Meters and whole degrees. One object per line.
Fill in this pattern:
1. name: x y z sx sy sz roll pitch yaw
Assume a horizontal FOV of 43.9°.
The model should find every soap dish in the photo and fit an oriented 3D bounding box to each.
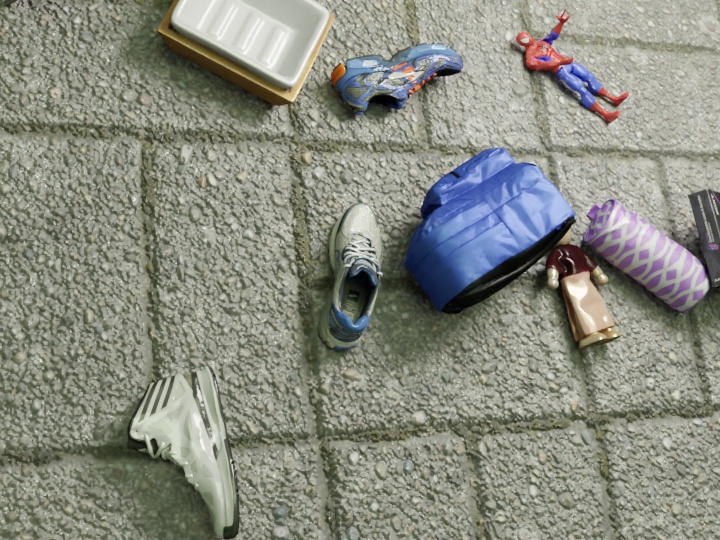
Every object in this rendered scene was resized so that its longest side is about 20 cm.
1. soap dish: -0.154 -0.326 1.214 0.199 0.081 0.158 26 66 -8

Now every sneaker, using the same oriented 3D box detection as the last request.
1. sneaker: 0.000 0.000 1.155 0.076 0.085 0.202 11 69 -15
2. sneaker: -0.206 0.218 1.031 0.114 0.076 0.202 -11 68 -13
3. sneaker: 0.057 -0.270 1.280 0.198 0.075 0.079 -16 87 -14

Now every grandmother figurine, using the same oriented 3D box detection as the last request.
1. grandmother figurine: 0.302 0.009 1.273 0.121 0.060 0.202 0 67 -47

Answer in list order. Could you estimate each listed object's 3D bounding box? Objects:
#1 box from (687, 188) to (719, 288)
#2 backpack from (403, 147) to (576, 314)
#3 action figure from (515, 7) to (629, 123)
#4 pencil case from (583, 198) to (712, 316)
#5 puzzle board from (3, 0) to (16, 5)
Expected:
1. box: 0.567 -0.040 1.343 0.199 0.036 0.144 4 70 -44
2. backpack: 0.150 -0.047 1.186 0.199 0.163 0.168 -37 77 -12
3. action figure: 0.332 -0.318 1.369 0.199 0.099 0.066 32 64 -4
4. pencil case: 0.423 -0.023 1.310 0.199 0.084 0.086 36 30 -7
5. puzzle board: -0.389 -0.444 1.145 0.017 0.150 0.202 33 60 -44
